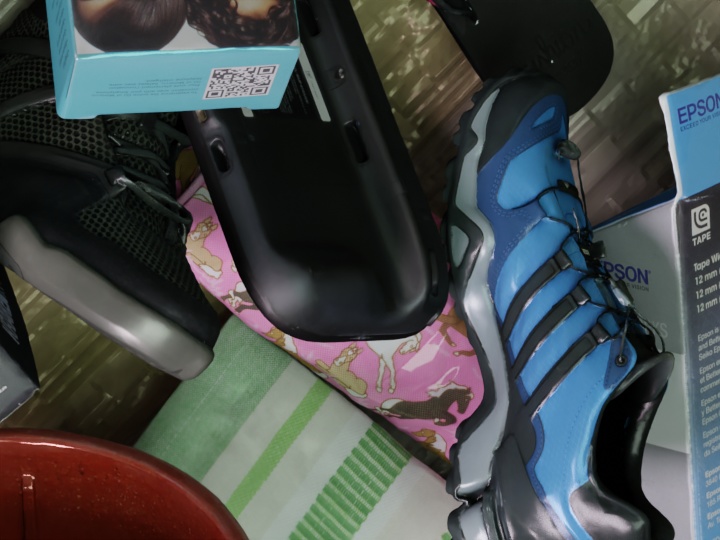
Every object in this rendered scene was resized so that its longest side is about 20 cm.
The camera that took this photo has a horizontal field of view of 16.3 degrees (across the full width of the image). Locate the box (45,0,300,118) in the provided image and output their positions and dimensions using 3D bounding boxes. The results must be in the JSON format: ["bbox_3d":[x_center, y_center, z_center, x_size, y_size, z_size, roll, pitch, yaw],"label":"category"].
[{"bbox_3d":[-0.077,-0.157,0.905,0.082,0.049,0.202,-4,70,-14],"label":"box"}]

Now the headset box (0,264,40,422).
[{"bbox_3d":[-0.220,-0.030,0.904,0.093,0.174,0.200,-38,113,1],"label":"headset box"}]

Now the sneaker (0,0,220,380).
[{"bbox_3d":[-0.090,-0.044,0.924,0.114,0.199,0.076,-49,129,4],"label":"sneaker"}]

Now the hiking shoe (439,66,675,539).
[{"bbox_3d":[0.083,0.021,0.969,0.074,0.086,0.202,3,84,-60],"label":"hiking shoe"}]

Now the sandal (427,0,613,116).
[{"bbox_3d":[0.039,-0.137,1.009,0.075,0.045,0.200,-43,114,2],"label":"sandal"}]

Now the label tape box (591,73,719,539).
[{"bbox_3d":[0.155,0.002,1.049,0.143,0.066,0.202,-24,115,-41],"label":"label tape box"}]

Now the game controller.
[{"bbox_3d":[-0.031,-0.067,0.945,0.104,0.201,0.042,-5,157,-42],"label":"game controller"}]

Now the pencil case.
[{"bbox_3d":[0.000,0.000,1.026,0.200,0.083,0.086,39,110,-23],"label":"pencil case"}]

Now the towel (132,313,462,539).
[{"bbox_3d":[-0.019,0.139,1.024,0.200,0.023,0.153,38,78,-2],"label":"towel"}]

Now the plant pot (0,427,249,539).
[{"bbox_3d":[-0.133,0.197,0.926,0.199,0.201,0.196,-8,124,-13],"label":"plant pot"}]
